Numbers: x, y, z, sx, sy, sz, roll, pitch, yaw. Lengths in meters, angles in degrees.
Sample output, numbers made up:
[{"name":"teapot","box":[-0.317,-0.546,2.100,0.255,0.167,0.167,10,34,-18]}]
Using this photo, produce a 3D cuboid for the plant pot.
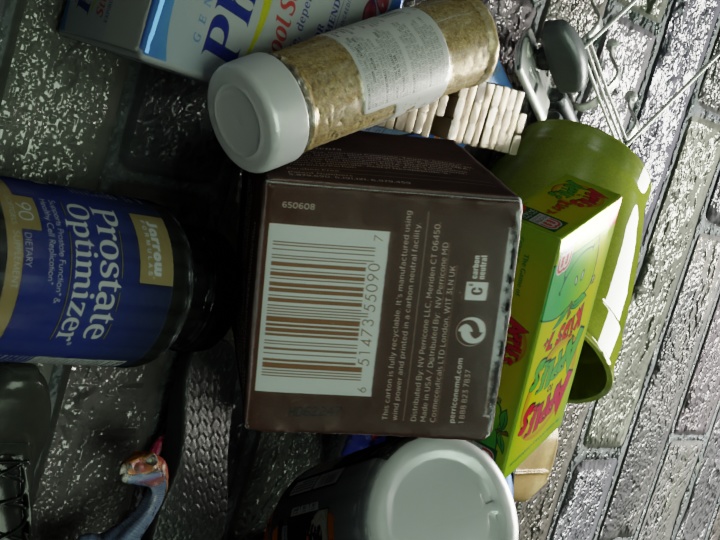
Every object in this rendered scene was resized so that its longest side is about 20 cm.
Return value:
[{"name":"plant pot","box":[0.161,-0.020,1.047,0.194,0.199,0.201,-61,138,-22]}]

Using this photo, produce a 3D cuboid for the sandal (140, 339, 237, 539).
[{"name":"sandal","box":[-0.137,0.149,0.924,0.075,0.045,0.201,16,81,-53]}]

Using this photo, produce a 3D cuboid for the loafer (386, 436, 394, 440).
[{"name":"loafer","box":[0.071,0.115,1.032,0.072,0.073,0.200,3,144,-20]}]

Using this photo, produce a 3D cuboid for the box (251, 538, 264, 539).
[{"name":"box","box":[-0.034,0.334,1.015,0.195,0.117,0.201,-1,108,-29]}]

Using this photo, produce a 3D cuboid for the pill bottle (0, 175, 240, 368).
[{"name":"pill bottle","box":[-0.178,0.004,0.761,0.199,0.112,0.113,7,102,-46]}]

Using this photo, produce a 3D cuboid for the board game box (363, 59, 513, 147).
[{"name":"board game box","box":[0.047,-0.120,0.999,0.200,0.019,0.103,-50,133,-17]}]

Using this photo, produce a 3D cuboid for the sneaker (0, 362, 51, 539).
[{"name":"sneaker","box":[-0.235,0.152,0.764,0.076,0.091,0.201,4,115,-39]}]

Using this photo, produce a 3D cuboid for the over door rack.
[{"name":"over door rack","box":[0.275,-0.217,1.137,0.199,0.067,0.148,-35,133,-2]}]

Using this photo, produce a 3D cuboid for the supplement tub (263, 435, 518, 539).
[{"name":"supplement tub","box":[0.012,0.188,0.852,0.122,0.200,0.123,9,69,-25]}]

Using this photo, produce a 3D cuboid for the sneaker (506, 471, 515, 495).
[{"name":"sneaker","box":[0.087,0.173,1.024,0.200,0.076,0.112,59,23,-44]}]

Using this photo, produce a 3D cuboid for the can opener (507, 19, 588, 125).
[{"name":"can opener","box":[0.184,-0.139,1.094,0.200,0.066,0.053,59,42,-46]}]

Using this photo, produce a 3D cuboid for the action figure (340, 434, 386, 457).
[{"name":"action figure","box":[-0.011,0.122,1.024,0.065,0.099,0.201,-27,147,-37]}]

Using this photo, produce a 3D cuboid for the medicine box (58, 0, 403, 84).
[{"name":"medicine box","box":[-0.068,-0.208,0.784,0.199,0.103,0.183,11,100,-48]}]

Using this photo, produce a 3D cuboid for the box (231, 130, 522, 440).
[{"name":"box","box":[0.000,0.000,0.830,0.163,0.200,0.167,3,107,-9]}]

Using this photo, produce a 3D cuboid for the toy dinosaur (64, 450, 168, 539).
[{"name":"toy dinosaur","box":[-0.202,0.211,0.840,0.105,0.199,0.182,54,43,-33]}]

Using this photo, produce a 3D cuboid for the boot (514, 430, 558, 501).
[{"name":"boot","box":[0.108,0.219,1.176,0.199,0.066,0.176,9,101,-48]}]

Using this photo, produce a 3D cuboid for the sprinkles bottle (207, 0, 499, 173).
[{"name":"sprinkles bottle","box":[0.000,-0.124,0.763,0.199,0.068,0.069,-26,124,-35]}]

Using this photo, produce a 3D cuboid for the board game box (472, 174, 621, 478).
[{"name":"board game box","box":[0.125,0.042,0.867,0.101,0.047,0.201,-31,137,-50]}]

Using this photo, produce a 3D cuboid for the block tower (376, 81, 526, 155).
[{"name":"block tower","box":[0.049,-0.134,0.942,0.199,0.058,0.054,5,103,-47]}]
